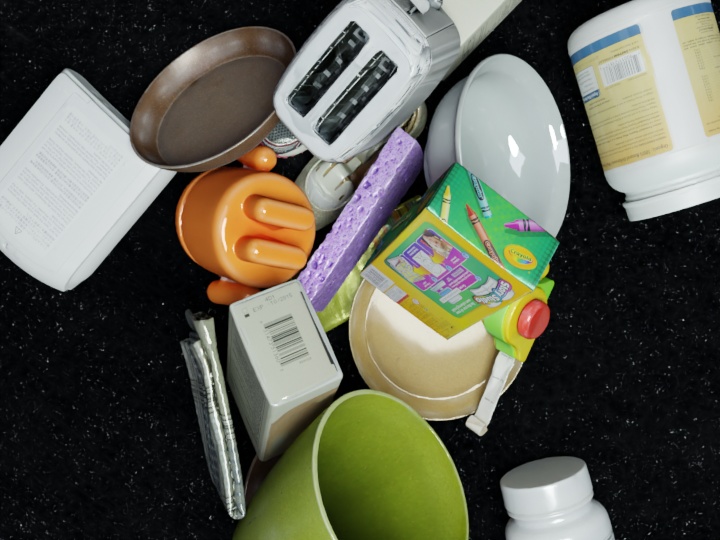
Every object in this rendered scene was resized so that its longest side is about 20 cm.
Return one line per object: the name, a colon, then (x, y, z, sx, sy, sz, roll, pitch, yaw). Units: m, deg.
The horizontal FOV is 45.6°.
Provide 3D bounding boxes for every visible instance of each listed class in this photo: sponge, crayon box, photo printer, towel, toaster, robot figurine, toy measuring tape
sponge: (-0.002, -0.047, 0.888, 0.030, 0.112, 0.201, 35, 93, 8)
crayon box: (0.086, -0.010, 0.817, 0.118, 0.200, 0.059, 36, 66, -4)
photo printer: (-0.324, -0.092, 0.945, 0.166, 0.069, 0.200, 41, 95, 0)
towel: (0.000, 0.000, 0.955, 0.198, 0.018, 0.087, -29, 90, 5)
toaster: (-0.001, -0.183, 0.810, 0.114, 0.129, 0.200, 47, 114, -1)
robot figurine: (-0.123, -0.046, 0.884, 0.116, 0.199, 0.146, -31, 114, -23)
toy measuring tape: (0.144, 0.076, 0.891, 0.073, 0.074, 0.203, 23, 97, 2)
towel: (-0.158, 0.141, 0.890, 0.034, 0.192, 0.204, -10, 91, -13)

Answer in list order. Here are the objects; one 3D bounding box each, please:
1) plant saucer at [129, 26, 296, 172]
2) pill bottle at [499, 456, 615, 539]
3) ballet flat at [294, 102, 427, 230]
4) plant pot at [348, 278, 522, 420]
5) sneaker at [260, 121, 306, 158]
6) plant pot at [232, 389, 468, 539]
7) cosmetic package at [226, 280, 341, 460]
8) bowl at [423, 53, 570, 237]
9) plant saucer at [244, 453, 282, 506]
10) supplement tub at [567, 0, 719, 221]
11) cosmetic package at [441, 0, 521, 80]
plant saucer: (-0.150, -0.175, 0.898, 0.197, 0.035, 0.203, -14, 51, 17)
pill bottle: (0.218, 0.311, 0.909, 0.112, 0.113, 0.203, -15, 91, 4)
ballet flat: (-0.009, -0.121, 0.927, 0.067, 0.062, 0.200, 45, 95, 1)
plant pot: (0.085, 0.063, 0.940, 0.196, 0.027, 0.204, 0, 98, 0)
sneaker: (-0.043, -0.210, 0.919, 0.080, 0.075, 0.201, 40, 95, 1)
plant pot: (-0.032, 0.240, 0.811, 0.199, 0.187, 0.188, -36, 90, 37)
cosmetic package: (-0.080, 0.104, 0.836, 0.070, 0.201, 0.106, -20, 71, -18)
bowl: (0.128, -0.111, 0.882, 0.090, 0.199, 0.205, -4, 94, 45)
plant saucer: (-0.037, 0.256, 0.922, 0.197, 0.034, 0.204, -7, 75, 25)
supplement tub: (0.303, -0.165, 0.863, 0.142, 0.145, 0.203, -17, 92, 4)
cosmetic package: (0.132, -0.301, 0.889, 0.200, 0.105, 0.071, -45, 88, 3)
